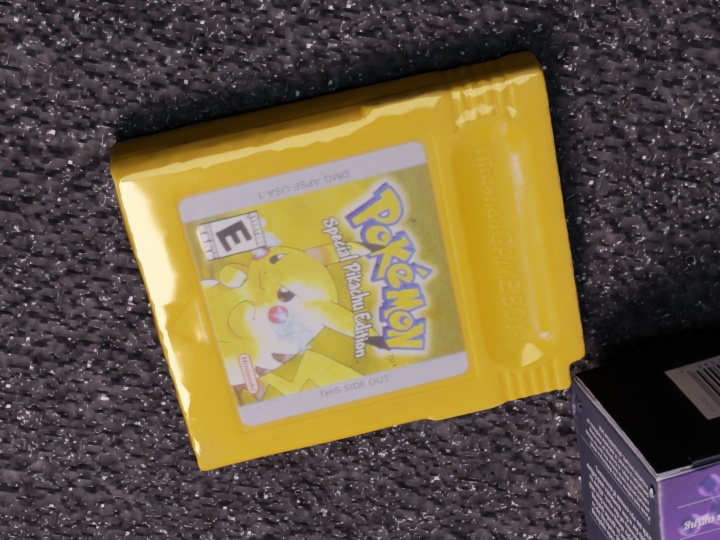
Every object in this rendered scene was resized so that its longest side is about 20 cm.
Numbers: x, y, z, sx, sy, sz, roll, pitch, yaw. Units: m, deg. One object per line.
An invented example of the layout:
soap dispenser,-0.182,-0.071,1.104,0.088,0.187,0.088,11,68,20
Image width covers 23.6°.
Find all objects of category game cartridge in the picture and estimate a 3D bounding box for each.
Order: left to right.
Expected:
game cartridge,0.000,0.000,0.815,0.200,0.032,0.176,-13,120,1

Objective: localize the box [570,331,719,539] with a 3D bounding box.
box,0.198,0.137,0.858,0.148,0.104,0.200,-16,118,-10
